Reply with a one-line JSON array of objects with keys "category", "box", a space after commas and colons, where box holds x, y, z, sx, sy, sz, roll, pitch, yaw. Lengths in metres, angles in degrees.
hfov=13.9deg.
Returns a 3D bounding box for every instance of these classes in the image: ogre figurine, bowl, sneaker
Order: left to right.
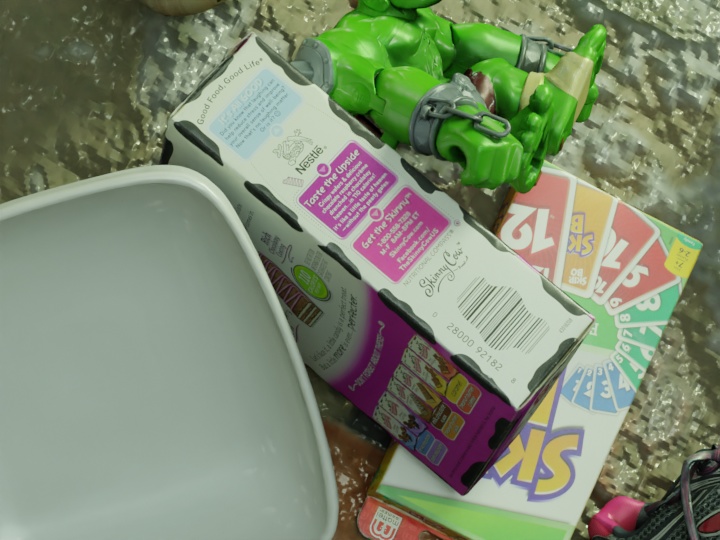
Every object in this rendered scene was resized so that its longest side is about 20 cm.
[{"category": "bowl", "box": [-0.121, 0.056, 1.309, 0.199, 0.075, 0.200, -18, 107, 6]}, {"category": "ogre figurine", "box": [0.038, -0.085, 1.358, 0.120, 0.098, 0.200, 21, 38, 10]}, {"category": "sneaker", "box": [0.183, 0.105, 1.348, 0.075, 0.200, 0.081, 56, 34, 5]}]

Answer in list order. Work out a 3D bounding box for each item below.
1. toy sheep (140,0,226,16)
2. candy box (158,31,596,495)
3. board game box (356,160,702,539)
[{"category": "toy sheep", "box": [-0.066, -0.209, 1.371, 0.137, 0.138, 0.201, 17, 73, -9]}, {"category": "candy box", "box": [0.000, 0.000, 1.330, 0.200, 0.136, 0.061, 39, 69, 6]}, {"category": "board game box", "box": [0.080, 0.055, 1.413, 0.095, 0.030, 0.201, 27, 79, -6]}]
